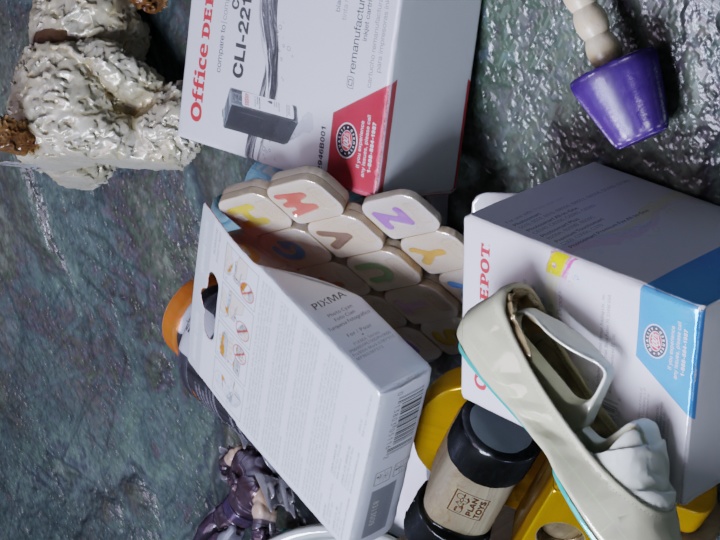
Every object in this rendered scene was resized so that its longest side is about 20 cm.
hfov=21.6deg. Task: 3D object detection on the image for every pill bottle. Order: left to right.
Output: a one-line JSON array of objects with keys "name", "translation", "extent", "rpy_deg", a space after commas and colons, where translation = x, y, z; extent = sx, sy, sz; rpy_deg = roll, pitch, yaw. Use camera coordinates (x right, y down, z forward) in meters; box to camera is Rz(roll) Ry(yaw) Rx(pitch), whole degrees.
[{"name": "pill bottle", "translation": [-0.067, 0.076, 1.422], "extent": [0.200, 0.106, 0.107], "rpy_deg": [34, 131, 40]}]

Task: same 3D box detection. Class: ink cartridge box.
[{"name": "ink cartridge box", "translation": [-0.041, 0.065, 1.264], "extent": [0.200, 0.047, 0.161], "rpy_deg": [47, 144, 31]}, {"name": "ink cartridge box", "translation": [-0.025, -0.141, 1.273], "extent": [0.199, 0.084, 0.145], "rpy_deg": [20, 108, 42]}, {"name": "ink cartridge box", "translation": [0.156, 0.026, 1.133], "extent": [0.200, 0.125, 0.129], "rpy_deg": [26, 126, 40]}]

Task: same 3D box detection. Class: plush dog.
[{"name": "plush dog", "translation": [-0.222, -0.167, 1.490], "extent": [0.200, 0.160, 0.173], "rpy_deg": [-8, 75, 49]}]

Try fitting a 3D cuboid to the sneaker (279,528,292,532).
[{"name": "sneaker", "translation": [-0.044, 0.312, 1.552], "extent": [0.091, 0.077, 0.201], "rpy_deg": [-34, 73, 66]}]

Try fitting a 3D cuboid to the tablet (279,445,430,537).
[{"name": "tablet", "translation": [-0.015, 0.132, 1.476], "extent": [0.199, 0.014, 0.131], "rpy_deg": [17, 120, 44]}]

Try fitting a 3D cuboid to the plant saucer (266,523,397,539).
[{"name": "plant saucer", "translation": [-0.018, 0.285, 1.466], "extent": [0.199, 0.050, 0.201], "rpy_deg": [1, 101, 3]}]

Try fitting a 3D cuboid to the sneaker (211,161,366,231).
[{"name": "sneaker", "translation": [-0.051, -0.044, 1.350], "extent": [0.200, 0.074, 0.082], "rpy_deg": [-18, 95, 50]}]

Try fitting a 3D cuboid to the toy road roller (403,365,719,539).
[{"name": "toy road roller", "translation": [0.133, 0.123, 1.237], "extent": [0.199, 0.146, 0.123], "rpy_deg": [21, 133, -3]}]

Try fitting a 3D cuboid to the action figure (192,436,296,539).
[{"name": "action figure", "translation": [-0.105, 0.204, 1.520], "extent": [0.200, 0.069, 0.130], "rpy_deg": [-51, 26, 16]}]

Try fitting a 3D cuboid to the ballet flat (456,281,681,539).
[{"name": "ballet flat", "translation": [0.128, 0.088, 1.050], "extent": [0.200, 0.069, 0.070], "rpy_deg": [52, 139, 19]}]

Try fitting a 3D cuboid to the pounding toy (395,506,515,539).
[{"name": "pounding toy", "translation": [0.054, 0.289, 1.331], "extent": [0.142, 0.184, 0.201], "rpy_deg": [7, 113, 48]}]

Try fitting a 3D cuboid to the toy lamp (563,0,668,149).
[{"name": "toy lamp", "translation": [0.129, -0.170, 1.126], "extent": [0.058, 0.058, 0.201], "rpy_deg": [-25, 89, 52]}]

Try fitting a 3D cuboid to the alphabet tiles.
[{"name": "alphabet tiles", "translation": [0.000, 0.000, 1.266], "extent": [0.195, 0.015, 0.200], "rpy_deg": [-11, 138, 45]}]

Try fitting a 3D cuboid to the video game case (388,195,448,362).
[{"name": "video game case", "translation": [-0.008, -0.054, 1.370], "extent": [0.182, 0.023, 0.201], "rpy_deg": [26, 126, 40]}]
